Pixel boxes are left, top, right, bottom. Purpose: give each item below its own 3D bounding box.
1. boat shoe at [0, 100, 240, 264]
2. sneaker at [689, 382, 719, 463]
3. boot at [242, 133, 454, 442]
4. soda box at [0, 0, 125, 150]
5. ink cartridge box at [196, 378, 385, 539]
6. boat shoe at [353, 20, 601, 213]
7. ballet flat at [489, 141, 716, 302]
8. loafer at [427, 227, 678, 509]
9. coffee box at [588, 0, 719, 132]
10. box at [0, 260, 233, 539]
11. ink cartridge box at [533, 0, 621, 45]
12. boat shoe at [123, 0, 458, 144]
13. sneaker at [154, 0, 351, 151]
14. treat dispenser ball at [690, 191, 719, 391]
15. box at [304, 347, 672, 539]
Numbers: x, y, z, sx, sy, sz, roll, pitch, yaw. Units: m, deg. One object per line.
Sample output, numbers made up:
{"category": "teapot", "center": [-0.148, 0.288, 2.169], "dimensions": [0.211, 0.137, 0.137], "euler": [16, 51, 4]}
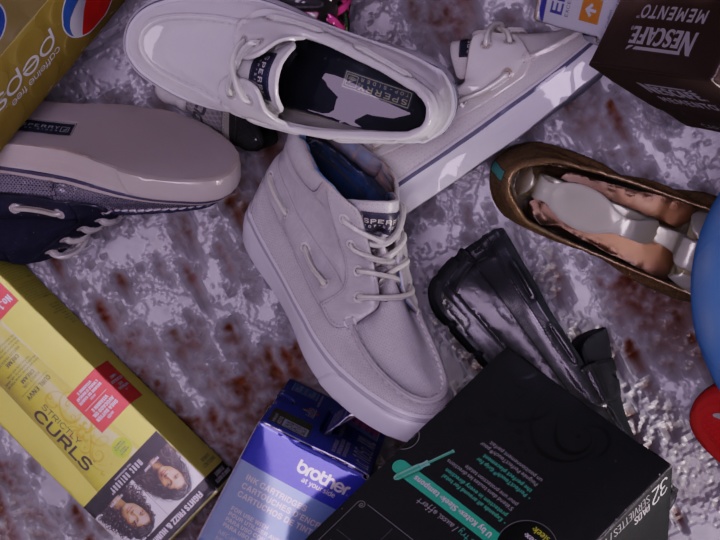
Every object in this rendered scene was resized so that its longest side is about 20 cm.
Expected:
{"category": "boat shoe", "center": [-0.167, -0.047, 1.146], "dimensions": [0.199, 0.075, 0.093], "euler": [11, 129, 14]}
{"category": "sneaker", "center": [0.267, 0.117, 1.069], "dimensions": [0.200, 0.085, 0.077], "euler": [30, 112, 34]}
{"category": "boot", "center": [0.000, 0.000, 1.083], "dimensions": [0.200, 0.073, 0.096], "euler": [52, 136, 30]}
{"category": "soda box", "center": [-0.203, -0.147, 1.100], "dimensions": [0.064, 0.068, 0.200], "euler": [30, 71, 20]}
{"category": "ink cartridge box", "center": [-0.050, 0.149, 1.119], "dimensions": [0.076, 0.136, 0.200], "euler": [26, 99, 1]}
{"category": "boat shoe", "center": [0.081, -0.112, 1.112], "dimensions": [0.200, 0.071, 0.070], "euler": [-35, 90, 15]}
{"category": "ballet flat", "center": [0.168, -0.024, 1.103], "dimensions": [0.200, 0.072, 0.068], "euler": [23, 100, 5]}
{"category": "loafer", "center": [0.125, 0.063, 1.119], "dimensions": [0.070, 0.068, 0.201], "euler": [-42, 93, -4]}
{"category": "coffee box", "center": [0.219, -0.173, 0.978], "dimensions": [0.080, 0.114, 0.200], "euler": [27, 87, -28]}
{"category": "box", "center": [-0.177, 0.086, 1.176], "dimensions": [0.200, 0.050, 0.075], "euler": [46, 101, 2]}
{"category": "ink cartridge box", "center": [0.191, -0.213, 1.046], "dimensions": [0.200, 0.041, 0.200], "euler": [11, 97, -28]}
{"category": "boat shoe", "center": [-0.044, -0.115, 1.058], "dimensions": [0.199, 0.065, 0.074], "euler": [10, 102, 11]}
{"category": "sneaker", "center": [-0.029, -0.148, 1.121], "dimensions": [0.087, 0.074, 0.200], "euler": [46, 105, 2]}
{"category": "treat dispenser ball", "center": [0.277, 0.012, 1.001], "dimensions": [0.200, 0.201, 0.201], "euler": [1, 96, 8]}
{"category": "box", "center": [0.063, 0.175, 1.045], "dimensions": [0.124, 0.149, 0.200], "euler": [36, 66, 28]}
